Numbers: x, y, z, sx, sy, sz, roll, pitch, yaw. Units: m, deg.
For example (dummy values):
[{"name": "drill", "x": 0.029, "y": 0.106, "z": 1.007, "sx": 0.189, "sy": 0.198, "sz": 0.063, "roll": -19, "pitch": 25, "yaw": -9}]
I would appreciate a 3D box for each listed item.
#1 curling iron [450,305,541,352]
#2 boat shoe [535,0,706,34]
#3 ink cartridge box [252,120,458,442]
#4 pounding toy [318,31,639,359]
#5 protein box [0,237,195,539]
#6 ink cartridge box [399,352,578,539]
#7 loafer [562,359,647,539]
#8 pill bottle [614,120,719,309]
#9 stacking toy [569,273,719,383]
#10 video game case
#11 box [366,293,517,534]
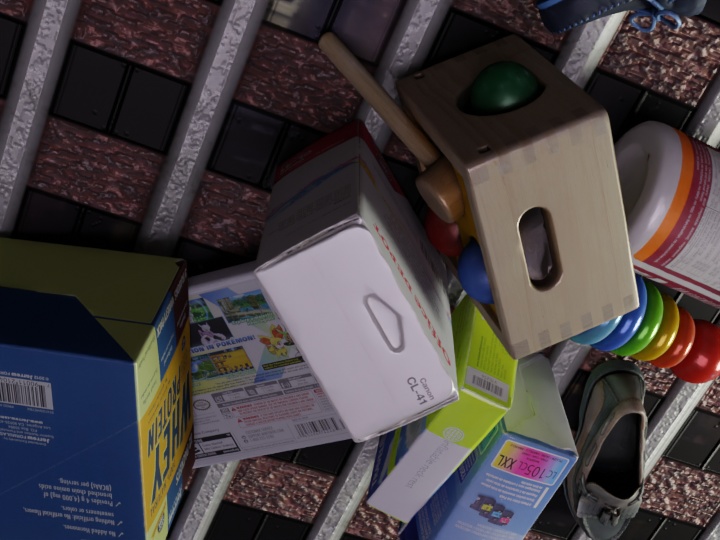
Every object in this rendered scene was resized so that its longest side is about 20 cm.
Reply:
[{"name": "curling iron", "x": 0.065, "y": 0.023, "z": 0.962, "sx": 0.197, "sy": 0.026, "sz": 0.050, "roll": 19, "pitch": 94, "yaw": -10}, {"name": "boat shoe", "x": 0.220, "y": -0.203, "z": 0.797, "sx": 0.197, "sy": 0.084, "sz": 0.069, "roll": -23, "pitch": 110, "yaw": 12}, {"name": "ink cartridge box", "x": 0.000, "y": 0.000, "z": 0.826, "sx": 0.085, "sy": 0.201, "sz": 0.149, "roll": -25, "pitch": 111, "yaw": 13}, {"name": "pounding toy", "x": 0.081, "y": -0.073, "z": 0.825, "sx": 0.140, "sy": 0.185, "sz": 0.202, "roll": -22, "pitch": 123, "yaw": -5}, {"name": "protein box", "x": -0.239, "y": 0.101, "z": 0.895, "sx": 0.195, "sy": 0.136, "sz": 0.203, "roll": 7, "pitch": 123, "yaw": 6}, {"name": "ink cartridge box", "x": 0.095, "y": 0.177, "z": 0.994, "sx": 0.075, "sy": 0.137, "sz": 0.202, "roll": 18, "pitch": 119, "yaw": -14}, {"name": "loafer", "x": 0.224, "y": 0.178, "z": 1.049, "sx": 0.070, "sy": 0.063, "sz": 0.203, "roll": -4, "pitch": 122, "yaw": -2}, {"name": "pill bottle", "x": 0.281, "y": -0.028, "z": 0.897, "sx": 0.197, "sy": 0.110, "sz": 0.110, "roll": 21, "pitch": 118, "yaw": -18}, {"name": "stacking toy", "x": 0.227, "y": 0.042, "z": 0.958, "sx": 0.198, "sy": 0.086, "sz": 0.086, "roll": 25, "pitch": 117, "yaw": -23}, {"name": "video game case", "x": -0.099, "y": 0.079, "z": 0.959, "sx": 0.197, "sy": 0.022, "sz": 0.184, "roll": -13, "pitch": 123, "yaw": 20}, {"name": "box", "x": 0.063, "y": 0.110, "z": 0.934, "sx": 0.047, "sy": 0.123, "sz": 0.201, "roll": 24, "pitch": 135, "yaw": -8}]
